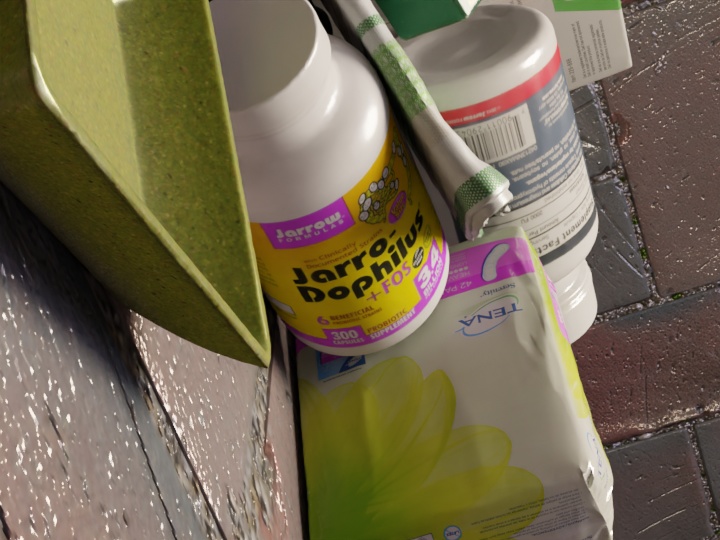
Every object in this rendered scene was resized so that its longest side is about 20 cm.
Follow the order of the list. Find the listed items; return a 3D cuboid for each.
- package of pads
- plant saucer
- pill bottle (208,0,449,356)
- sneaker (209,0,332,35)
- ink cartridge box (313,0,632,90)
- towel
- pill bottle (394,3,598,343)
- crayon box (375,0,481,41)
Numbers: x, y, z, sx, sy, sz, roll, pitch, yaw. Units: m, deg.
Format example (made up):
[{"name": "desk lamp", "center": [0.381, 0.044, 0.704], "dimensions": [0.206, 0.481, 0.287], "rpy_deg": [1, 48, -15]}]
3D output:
[{"name": "package of pads", "center": [0.046, 0.076, 0.771], "dimensions": [0.201, 0.152, 0.069], "rpy_deg": [-98, 167, -48]}, {"name": "plant saucer", "center": [-0.097, -0.083, 0.496], "dimensions": [0.200, 0.047, 0.202], "rpy_deg": [59, 16, -60]}, {"name": "pill bottle", "center": [-0.025, -0.047, 0.716], "dimensions": [0.201, 0.103, 0.105], "rpy_deg": [61, 14, -54]}, {"name": "sneaker", "center": [-0.070, -0.168, 0.841], "dimensions": [0.079, 0.075, 0.201], "rpy_deg": [47, 17, -35]}, {"name": "ink cartridge box", "center": [0.072, -0.172, 0.971], "dimensions": [0.146, 0.198, 0.085], "rpy_deg": [60, 12, -58]}, {"name": "towel", "center": [0.018, -0.111, 0.740], "dimensions": [0.201, 0.030, 0.149], "rpy_deg": [59, 1, 4]}, {"name": "pill bottle", "center": [0.085, -0.051, 0.897], "dimensions": [0.120, 0.118, 0.202], "rpy_deg": [-93, 166, -60]}, {"name": "crayon box", "center": [0.041, -0.262, 0.812], "dimensions": [0.173, 0.058, 0.201], "rpy_deg": [53, 51, -23]}]
